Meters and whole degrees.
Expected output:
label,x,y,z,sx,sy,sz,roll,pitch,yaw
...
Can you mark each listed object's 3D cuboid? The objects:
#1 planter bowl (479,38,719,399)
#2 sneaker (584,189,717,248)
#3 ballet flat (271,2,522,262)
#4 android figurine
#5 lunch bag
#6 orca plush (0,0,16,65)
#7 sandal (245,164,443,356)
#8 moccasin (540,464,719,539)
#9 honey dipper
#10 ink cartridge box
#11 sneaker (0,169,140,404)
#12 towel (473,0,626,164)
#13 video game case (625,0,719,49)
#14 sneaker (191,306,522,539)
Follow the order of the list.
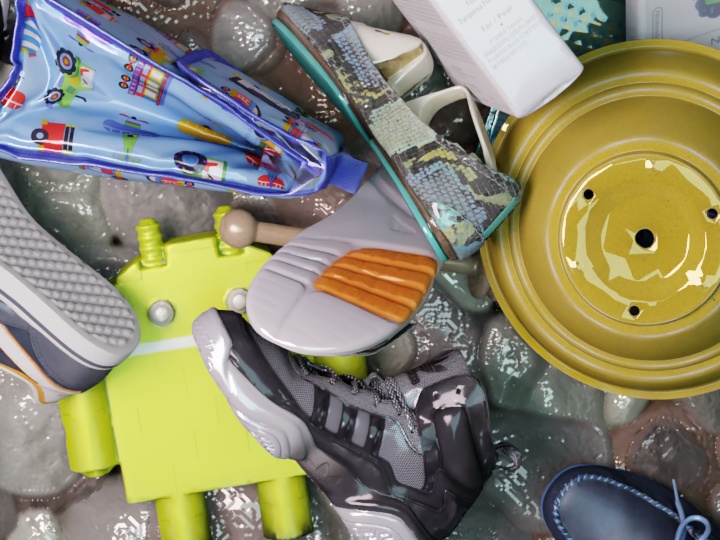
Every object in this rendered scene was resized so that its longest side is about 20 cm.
label,x,y,z,sx,sy,sz,roll,pitch,yaw
planter bowl,0.155,-0.022,1.232,0.199,0.083,0.202,2,98,11
sneaker,0.178,-0.026,1.310,0.199,0.078,0.071,2,100,11
ballet flat,0.024,-0.089,1.270,0.074,0.074,0.200,-36,61,2
android figurine,-0.086,0.063,1.335,0.181,0.041,0.201,-7,100,-3
lunch bag,-0.094,-0.079,1.250,0.199,0.151,0.095,20,96,-1
orca plush,-0.217,-0.165,1.277,0.105,0.071,0.200,34,94,-8
sandal,0.007,0.004,1.261,0.079,0.207,0.059,30,129,14
moccasin,0.199,0.180,1.355,0.199,0.068,0.081,31,95,-7
honey dipper,0.017,-0.009,1.317,0.199,0.038,0.038,8,97,-15
ink cartridge box,0.029,-0.176,1.220,0.047,0.160,0.200,-36,102,-1
sneaker,-0.217,-0.006,1.271,0.200,0.078,0.079,47,124,-3
towel,0.169,-0.076,1.344,0.199,0.022,0.147,18,97,-8
video game case,0.229,-0.205,1.256,0.181,0.024,0.201,-19,137,-11
sneaker,0.002,0.070,1.288,0.114,0.076,0.200,-42,108,3
